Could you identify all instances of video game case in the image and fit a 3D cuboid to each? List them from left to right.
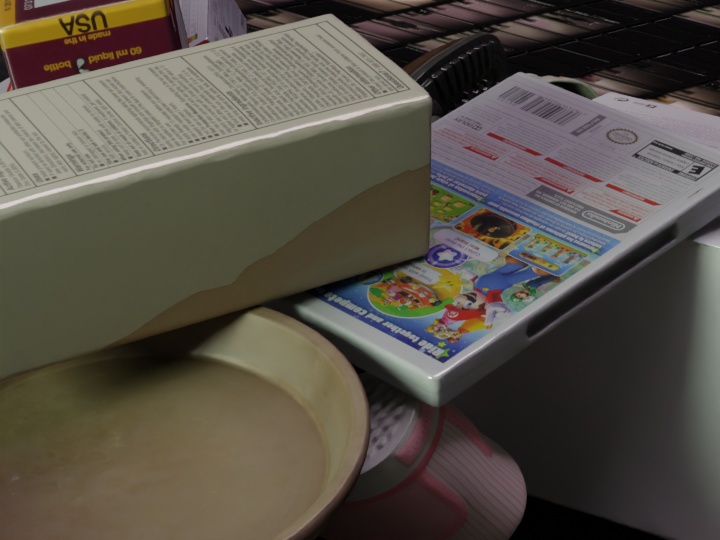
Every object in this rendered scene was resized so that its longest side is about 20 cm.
[{"bbox_3d":[0.053,-0.020,0.968,0.200,0.018,0.143,-32,41,-32],"label":"video game case"}]

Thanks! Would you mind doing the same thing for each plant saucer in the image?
[{"bbox_3d":[-0.094,0.073,0.846,0.199,0.030,0.201,-4,33,2],"label":"plant saucer"}]

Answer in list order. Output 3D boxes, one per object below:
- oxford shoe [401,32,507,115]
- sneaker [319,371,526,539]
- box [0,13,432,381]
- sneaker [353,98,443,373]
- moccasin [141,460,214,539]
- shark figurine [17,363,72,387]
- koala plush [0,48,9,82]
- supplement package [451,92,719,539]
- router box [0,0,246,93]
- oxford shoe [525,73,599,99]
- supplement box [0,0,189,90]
[{"bbox_3d":[0.004,-0.079,1.241,0.084,0.073,0.200,22,47,39],"label":"oxford shoe"},{"bbox_3d":[-0.009,0.093,0.982,0.104,0.076,0.200,35,-25,-32],"label":"sneaker"},{"bbox_3d":[-0.078,-0.034,0.908,0.199,0.078,0.095,-16,36,-23],"label":"box"},{"bbox_3d":[0.000,0.000,1.122,0.080,0.201,0.074,22,-20,17],"label":"sneaker"},{"bbox_3d":[-0.056,0.142,0.831,0.068,0.081,0.200,-6,33,7],"label":"moccasin"},{"bbox_3d":[-0.161,0.077,0.951,0.213,0.129,0.090,22,-16,0],"label":"shark figurine"},{"bbox_3d":[-0.338,-0.188,1.534,0.199,0.179,0.183,14,11,26],"label":"koala plush"},{"bbox_3d":[0.153,0.019,1.085,0.190,0.148,0.200,15,23,29],"label":"supplement package"},{"bbox_3d":[-0.156,-0.105,1.367,0.179,0.049,0.200,-29,20,8],"label":"router box"},{"bbox_3d":[0.086,-0.034,1.216,0.058,0.075,0.201,-12,43,40],"label":"oxford shoe"},{"bbox_3d":[-0.123,-0.071,1.151,0.085,0.201,0.111,-12,35,0],"label":"supplement box"}]
